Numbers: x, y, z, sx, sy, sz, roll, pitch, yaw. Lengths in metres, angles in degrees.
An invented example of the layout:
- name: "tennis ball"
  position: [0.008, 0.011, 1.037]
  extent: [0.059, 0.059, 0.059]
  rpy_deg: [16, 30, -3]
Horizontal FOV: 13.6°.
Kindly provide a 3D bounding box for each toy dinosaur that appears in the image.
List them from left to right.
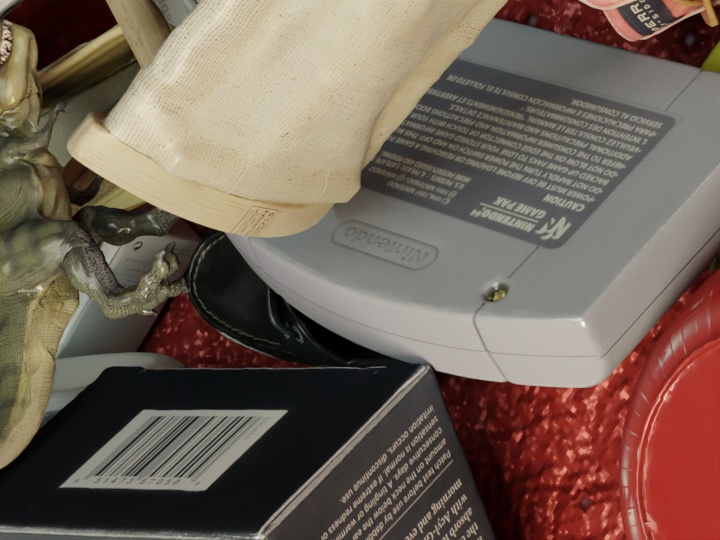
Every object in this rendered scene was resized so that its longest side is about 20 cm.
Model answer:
- name: "toy dinosaur"
  position: [-0.102, -0.006, 1.069]
  extent: [0.088, 0.048, 0.201]
  rpy_deg: [-12, 52, 12]

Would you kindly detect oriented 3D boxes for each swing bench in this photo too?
- name: "swing bench"
  position: [0.000, -0.136, 0.992]
  extent: [0.199, 0.129, 0.200]
  rpy_deg: [-46, 36, 25]

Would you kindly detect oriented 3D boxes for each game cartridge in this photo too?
- name: "game cartridge"
  position: [0.042, -0.027, 1.031]
  extent: [0.200, 0.042, 0.133]
  rpy_deg: [20, 62, 47]

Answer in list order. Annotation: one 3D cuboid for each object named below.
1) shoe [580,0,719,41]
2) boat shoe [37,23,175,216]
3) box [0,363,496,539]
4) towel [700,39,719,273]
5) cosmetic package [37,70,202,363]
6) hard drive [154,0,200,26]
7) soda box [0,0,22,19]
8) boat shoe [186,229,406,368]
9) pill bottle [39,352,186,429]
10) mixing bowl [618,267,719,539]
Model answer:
- name: "shoe"
  position: [0.123, -0.108, 0.998]
  extent: [0.200, 0.071, 0.091]
  rpy_deg: [39, 99, 43]
- name: "boat shoe"
  position: [-0.141, -0.031, 1.158]
  extent: [0.200, 0.063, 0.073]
  rpy_deg: [-29, 61, 15]
- name: "box"
  position: [-0.027, 0.142, 1.038]
  extent: [0.148, 0.107, 0.201]
  rpy_deg: [-1, 119, 39]
- name: "towel"
  position: [0.172, 0.002, 1.000]
  extent: [0.200, 0.018, 0.086]
  rpy_deg: [52, 121, 29]
- name: "cosmetic package"
  position: [-0.172, -0.013, 1.258]
  extent: [0.200, 0.052, 0.151]
  rpy_deg: [45, 110, 32]
- name: "hard drive"
  position: [-0.012, -0.159, 1.154]
  extent: [0.200, 0.026, 0.132]
  rpy_deg: [-30, 69, 33]
- name: "soda box"
  position: [-0.143, -0.130, 1.133]
  extent: [0.200, 0.068, 0.064]
  rpy_deg: [-40, 96, 0]
- name: "boat shoe"
  position: [0.000, 0.002, 1.106]
  extent: [0.199, 0.066, 0.075]
  rpy_deg: [8, 92, 39]
- name: "pill bottle"
  position: [-0.104, 0.138, 1.146]
  extent: [0.106, 0.106, 0.201]
  rpy_deg: [-2, 100, 39]
- name: "mixing bowl"
  position: [0.154, 0.066, 0.933]
  extent: [0.200, 0.108, 0.201]
  rpy_deg: [0, 90, 42]
